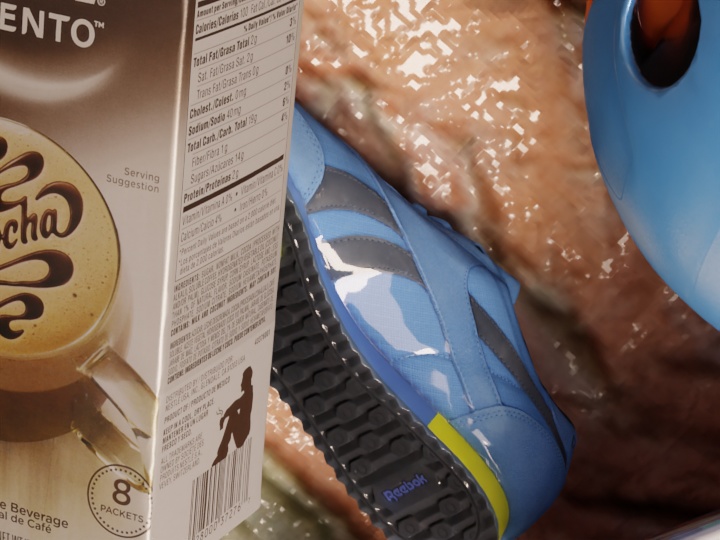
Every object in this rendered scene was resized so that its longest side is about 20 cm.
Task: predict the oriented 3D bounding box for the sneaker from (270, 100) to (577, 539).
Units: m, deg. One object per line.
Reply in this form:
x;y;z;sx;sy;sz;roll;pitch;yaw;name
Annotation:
0.000;0.000;0.808;0.066;0.078;0.200;-24;105;48;sneaker

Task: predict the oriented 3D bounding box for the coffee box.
-0.087;-0.021;0.739;0.112;0.080;0.201;14;112;22;coffee box

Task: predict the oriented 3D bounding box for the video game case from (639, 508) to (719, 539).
0.145;0.077;0.799;0.199;0.182;0.023;-23;83;1;video game case

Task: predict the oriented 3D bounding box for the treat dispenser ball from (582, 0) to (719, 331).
0.164;-0.062;0.720;0.200;0.201;0.202;-3;114;-7;treat dispenser ball
